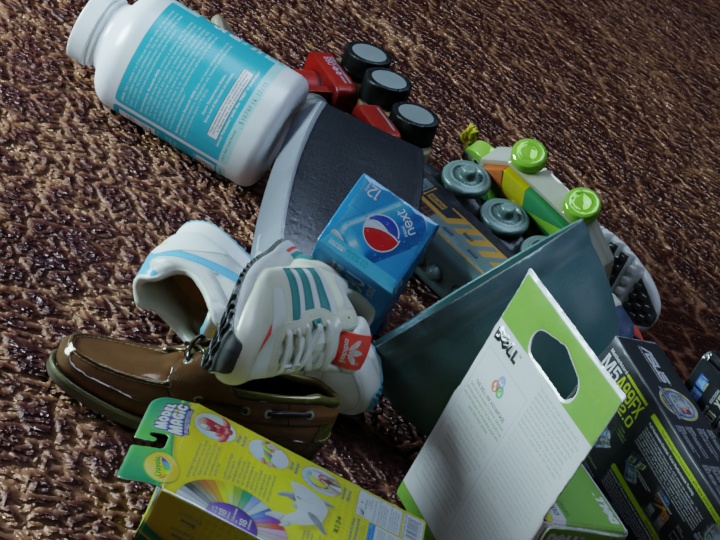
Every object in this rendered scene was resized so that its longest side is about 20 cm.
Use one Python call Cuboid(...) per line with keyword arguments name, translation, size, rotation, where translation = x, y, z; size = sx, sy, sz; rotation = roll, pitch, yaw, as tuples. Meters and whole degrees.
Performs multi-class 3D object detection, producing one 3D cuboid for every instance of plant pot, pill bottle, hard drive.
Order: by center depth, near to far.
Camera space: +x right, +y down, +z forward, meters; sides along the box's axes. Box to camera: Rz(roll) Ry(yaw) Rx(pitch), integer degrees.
Cuboid(name="plant pot", translation=(0.114, 0.069, 1.481), size=(0.135, 0.200, 0.200), rotation=(59, 27, 1))
Cuboid(name="hard drive", translation=(-0.013, -0.050, 1.647), size=(0.134, 0.042, 0.201), rotation=(25, 46, -11))
Cuboid(name="pill bottle", translation=(-0.153, -0.166, 1.717), size=(0.199, 0.111, 0.111), rotation=(31, 23, 3))

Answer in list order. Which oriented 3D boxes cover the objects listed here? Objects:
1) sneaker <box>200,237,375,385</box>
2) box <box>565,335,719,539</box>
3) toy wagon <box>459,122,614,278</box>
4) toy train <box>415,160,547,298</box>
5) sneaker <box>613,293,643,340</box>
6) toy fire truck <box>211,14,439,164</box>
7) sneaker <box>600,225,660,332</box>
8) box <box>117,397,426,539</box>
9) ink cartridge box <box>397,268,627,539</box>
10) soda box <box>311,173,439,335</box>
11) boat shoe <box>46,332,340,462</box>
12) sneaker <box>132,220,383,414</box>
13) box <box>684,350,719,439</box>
Cuboid(name="sneaker", translation=(-0.039, 0.037, 1.321), size=(0.093, 0.071, 0.200), rotation=(26, 16, 4))
Cuboid(name="box", translation=(0.187, 0.171, 1.339), size=(0.044, 0.161, 0.200), rotation=(12, 35, -36))
Cuboid(name="toy wagon", translation=(0.151, -0.053, 1.792), size=(0.039, 0.155, 0.200), rotation=(-34, 64, -22))
Cuboid(name="toy train", translation=(0.095, -0.016, 1.735), size=(0.114, 0.085, 0.200), rotation=(-25, 58, -37))
Cuboid(name="sneaker", translation=(0.188, 0.079, 1.667), size=(0.085, 0.075, 0.200), rotation=(52, 36, 10))
Cuboid(name="toy fire truck", translation=(-0.046, -0.151, 1.818), size=(0.199, 0.129, 0.176), rotation=(1, 35, -28))
Cuboid(name="sneaker", translation=(0.222, -0.013, 1.894), size=(0.081, 0.075, 0.200), rotation=(13, 28, -52))
Cuboid(name="box", translation=(-0.059, 0.158, 1.253), size=(0.199, 0.048, 0.117), rotation=(30, 24, -5))
Cuboid(name="ink cartridge box", translation=(0.122, 0.126, 1.329), size=(0.075, 0.201, 0.148), rotation=(13, 28, -33))
Cuboid(name="soda box", translation=(0.000, 0.000, 1.472), size=(0.068, 0.064, 0.200), rotation=(34, -17, 3))
Cuboid(name="boat shoe", translation=(-0.110, 0.074, 1.336), size=(0.199, 0.068, 0.072), rotation=(20, 26, -20))
Cuboid(name="sneaker", translation=(-0.075, 0.048, 1.438), size=(0.199, 0.077, 0.081), rotation=(33, 39, 12))
Cuboid(name="box", translation=(0.263, 0.184, 1.373), size=(0.086, 0.201, 0.164), rotation=(7, 33, -44))
